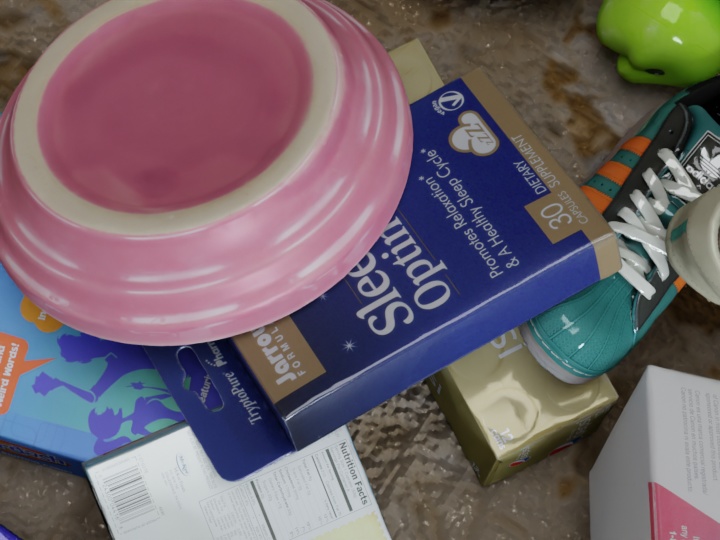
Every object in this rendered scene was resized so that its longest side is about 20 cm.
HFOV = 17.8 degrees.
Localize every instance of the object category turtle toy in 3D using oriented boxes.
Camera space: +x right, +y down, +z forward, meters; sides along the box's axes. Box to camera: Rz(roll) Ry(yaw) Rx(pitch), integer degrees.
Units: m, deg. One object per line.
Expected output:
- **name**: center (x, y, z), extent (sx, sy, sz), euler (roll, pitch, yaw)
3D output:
- **turtle toy**: center (0.206, -0.160, 1.119), extent (0.199, 0.146, 0.101), euler (-22, 99, 8)

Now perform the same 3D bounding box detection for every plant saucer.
- **plant saucer**: center (-0.077, -0.061, 1.027), extent (0.200, 0.051, 0.201), euler (-6, 53, 8)

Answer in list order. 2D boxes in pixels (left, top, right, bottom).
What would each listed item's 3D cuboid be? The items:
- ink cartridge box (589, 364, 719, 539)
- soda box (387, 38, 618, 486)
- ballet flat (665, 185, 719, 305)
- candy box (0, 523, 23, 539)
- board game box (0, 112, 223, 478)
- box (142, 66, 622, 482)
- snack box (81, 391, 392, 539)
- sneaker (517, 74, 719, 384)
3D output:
- **ink cartridge box**: center (0.207, 0.139, 1.005), extent (0.199, 0.083, 0.147), euler (13, 44, -9)
- **soda box**: center (0.043, -0.003, 1.089), extent (0.068, 0.064, 0.201), euler (-26, 76, -11)
- **ballet flat**: center (0.218, 0.021, 1.030), extent (0.200, 0.069, 0.070), euler (31, 72, -21)
- **candy box**: center (-0.253, 0.152, 1.017), extent (0.200, 0.077, 0.169), euler (33, 75, 7)
- **board game box**: center (-0.146, 0.013, 1.082), extent (0.199, 0.045, 0.153), euler (16, 73, 2)
- **box**: center (0.000, 0.000, 1.016), extent (0.200, 0.032, 0.121), euler (-30, 53, -7)
- **snack box**: center (-0.034, 0.157, 1.024), extent (0.116, 0.037, 0.201), euler (-22, 92, -9)
- **sneaker**: center (0.138, -0.032, 1.057), extent (0.071, 0.080, 0.200), euler (42, 50, -6)
